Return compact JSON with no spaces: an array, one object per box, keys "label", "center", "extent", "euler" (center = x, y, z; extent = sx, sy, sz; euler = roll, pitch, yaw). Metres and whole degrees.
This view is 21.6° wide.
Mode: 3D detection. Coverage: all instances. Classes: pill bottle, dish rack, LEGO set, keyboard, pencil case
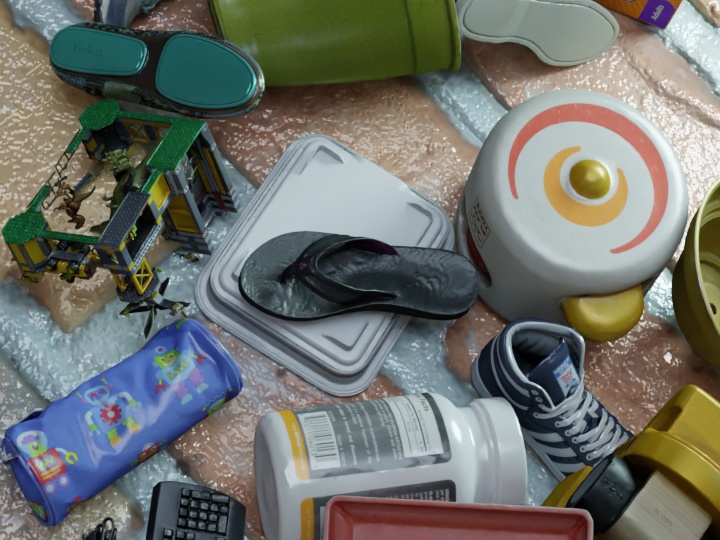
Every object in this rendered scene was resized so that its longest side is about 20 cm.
[{"label":"pill bottle","center":[0.022,0.157,1.469],"extent":[0.198,0.117,0.118],"euler":[-6,67,-13]},{"label":"dish rack","center":[-0.025,-0.014,1.577],"extent":[0.171,0.044,0.201],"euler":[31,64,5]},{"label":"LEGO set","center":[-0.188,-0.036,1.538],"extent":[0.152,0.116,0.201],"euler":[1,47,22]},{"label":"keyboard","center":[-0.158,0.258,1.444],"extent":[0.126,0.021,0.202],"euler":[8,64,-7]},{"label":"pencil case","center":[-0.189,0.113,1.471],"extent":[0.199,0.078,0.087],"euler":[-34,74,-22]}]

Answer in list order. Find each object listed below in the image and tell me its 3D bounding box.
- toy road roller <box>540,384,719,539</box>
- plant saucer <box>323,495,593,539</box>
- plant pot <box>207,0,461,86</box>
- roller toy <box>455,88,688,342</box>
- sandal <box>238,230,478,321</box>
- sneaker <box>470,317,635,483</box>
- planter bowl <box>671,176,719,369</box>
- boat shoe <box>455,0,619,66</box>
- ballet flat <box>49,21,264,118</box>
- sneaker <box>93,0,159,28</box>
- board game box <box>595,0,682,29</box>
[{"label":"toy road roller","center":[0.230,0.176,1.444],"extent":[0.123,0.200,0.146],"euler":[40,71,3]},{"label":"plant saucer","center":[0.068,0.270,1.371],"extent":[0.197,0.037,0.203],"euler":[2,82,11]},{"label":"plant pot","center":[-0.035,-0.242,1.607],"extent":[0.191,0.201,0.202],"euler":[-16,69,-5]},{"label":"roller toy","center":[0.175,-0.048,1.575],"extent":[0.181,0.140,0.201],"euler":[29,65,4]},{"label":"sandal","center":[0.001,-0.001,1.525],"extent":[0.198,0.048,0.076],"euler":[1,66,-12]},{"label":"sneaker","center":[0.178,0.118,1.518],"extent":[0.200,0.109,0.070],"euler":[40,66,9]},{"label":"planter bowl","center":[0.321,0.023,1.584],"extent":[0.199,0.083,0.203],"euler":[16,63,-35]},{"label":"boat shoe","center":[0.146,-0.229,1.667],"extent":[0.198,0.075,0.062],"euler":[2,40,-38]},{"label":"ballet flat","center":[-0.162,-0.163,1.567],"extent":[0.198,0.074,0.075],"euler":[17,63,20]},{"label":"sneaker","center":[-0.172,-0.277,1.650],"extent":[0.086,0.078,0.202],"euler":[22,64,-4]},{"label":"board game box","center":[0.241,-0.383,1.702],"extent":[0.198,0.200,0.201],"euler":[22,64,0]}]
